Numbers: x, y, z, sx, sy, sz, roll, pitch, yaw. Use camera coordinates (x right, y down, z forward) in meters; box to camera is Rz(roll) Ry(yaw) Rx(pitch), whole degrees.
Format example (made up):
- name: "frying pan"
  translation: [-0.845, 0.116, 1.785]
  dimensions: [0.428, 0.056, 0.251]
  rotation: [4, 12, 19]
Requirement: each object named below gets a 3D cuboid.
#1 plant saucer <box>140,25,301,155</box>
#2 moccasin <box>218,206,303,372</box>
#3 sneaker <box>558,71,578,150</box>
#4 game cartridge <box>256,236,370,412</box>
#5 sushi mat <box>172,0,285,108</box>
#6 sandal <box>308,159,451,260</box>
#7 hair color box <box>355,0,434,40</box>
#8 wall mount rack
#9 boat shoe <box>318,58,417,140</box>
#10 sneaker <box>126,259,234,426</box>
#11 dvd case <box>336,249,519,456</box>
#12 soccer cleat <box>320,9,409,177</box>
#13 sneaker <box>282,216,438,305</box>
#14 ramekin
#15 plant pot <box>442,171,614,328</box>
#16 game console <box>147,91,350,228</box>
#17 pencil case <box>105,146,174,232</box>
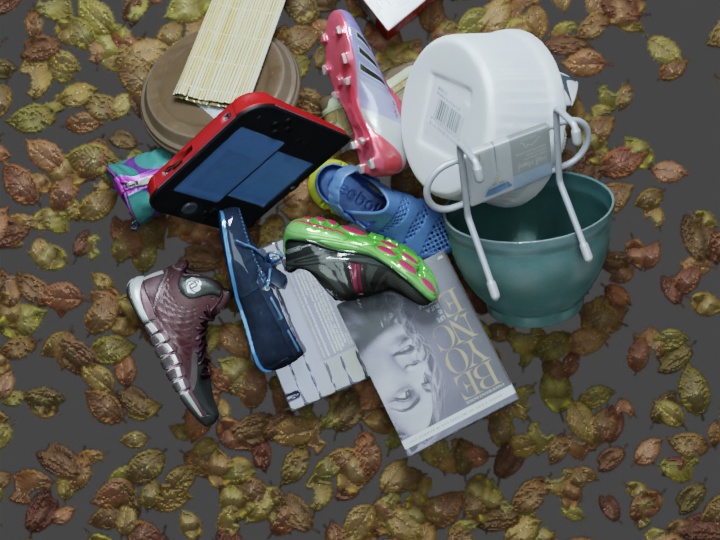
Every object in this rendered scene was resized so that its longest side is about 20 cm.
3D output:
- name: "plant saucer"
  translation: [-0.169, -0.218, 1.485]
  dimensions: [0.198, 0.030, 0.202]
  rotation: [-4, 59, 7]
- name: "moccasin"
  translation: [-0.118, 0.018, 1.486]
  dimensions: [0.067, 0.080, 0.202]
  rotation: [-16, 104, -5]
- name: "sneaker"
  translation: [0.178, -0.180, 1.481]
  dimensions: [0.128, 0.080, 0.200]
  rotation: [24, 56, -3]
- name: "game cartridge"
  translation: [-0.065, 0.056, 1.532]
  dimensions: [0.128, 0.038, 0.202]
  rotation: [-22, 90, -6]
- name: "sushi mat"
  translation: [-0.151, -0.278, 1.490]
  dimensions: [0.095, 0.012, 0.202]
  rotation: [10, 61, 12]
- name: "sandal"
  translation: [0.028, -0.071, 1.510]
  dimensions: [0.198, 0.087, 0.080]
  rotation: [24, 87, -3]
- name: "hair color box"
  translation: [0.075, -0.391, 1.528]
  dimensions: [0.199, 0.064, 0.111]
  rotation: [-39, 90, -1]
- name: "wall mount rack"
  translation: [0.171, -0.074, 1.319]
  dimensions: [0.198, 0.075, 0.175]
  rotation: [-21, 130, -10]
- name: "boat shoe"
  translation: [0.052, -0.207, 1.523]
  dimensions: [0.198, 0.072, 0.077]
  rotation: [-21, 88, 10]
- name: "sneaker"
  translation: [-0.191, 0.078, 1.508]
  dimensions: [0.115, 0.076, 0.201]
  rotation: [-28, 89, -5]
- name: "dvd case"
  translation: [0.079, 0.097, 1.486]
  dimensions: [0.148, 0.016, 0.202]
  rotation: [-27, 78, 2]
- name: "soccer cleat"
  translation: [0.011, -0.209, 1.471]
  dimensions: [0.076, 0.067, 0.202]
  rotation: [-17, 93, -28]
- name: "sneaker"
  translation: [0.000, 0.000, 1.485]
  dimensions: [0.198, 0.077, 0.085]
  rotation: [21, 111, 13]
- name: "ramekin"
  translation: [0.130, -0.171, 1.404]
  dimensions: [0.097, 0.200, 0.203]
  rotation: [-3, 89, -32]
- name: "plant pot"
  translation: [0.202, -0.017, 1.475]
  dimensions: [0.198, 0.201, 0.136]
  rotation: [-9, 116, -2]
- name: "game console"
  translation: [-0.130, -0.118, 1.437]
  dimensions: [0.199, 0.176, 0.031]
  rotation: [-37, 56, 26]
- name: "pencil case"
  translation: [-0.199, -0.125, 1.501]
  dimensions: [0.198, 0.092, 0.086]
  rotation: [-24, 90, -3]
